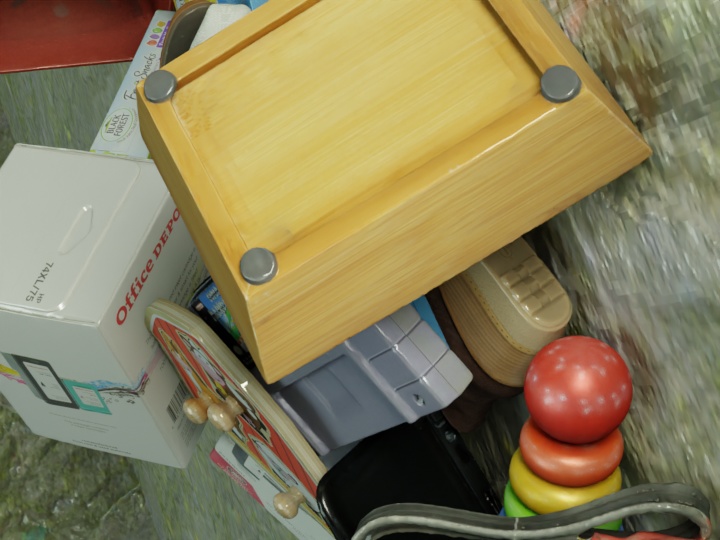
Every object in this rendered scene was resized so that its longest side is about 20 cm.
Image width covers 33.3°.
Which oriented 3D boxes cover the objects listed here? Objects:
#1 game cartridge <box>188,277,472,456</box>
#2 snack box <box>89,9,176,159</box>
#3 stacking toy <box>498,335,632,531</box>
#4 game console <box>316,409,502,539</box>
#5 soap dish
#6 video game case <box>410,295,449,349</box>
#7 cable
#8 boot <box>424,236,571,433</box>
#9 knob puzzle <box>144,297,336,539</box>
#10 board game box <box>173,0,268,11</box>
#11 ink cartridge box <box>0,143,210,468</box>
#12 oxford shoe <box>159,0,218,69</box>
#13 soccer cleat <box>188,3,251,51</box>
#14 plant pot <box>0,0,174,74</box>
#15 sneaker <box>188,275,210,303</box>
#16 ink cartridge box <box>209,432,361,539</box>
[{"bbox_3d":[-0.031,0.041,0.684,0.130,0.038,0.200,45,152,-5],"label":"game cartridge"},{"bbox_3d":[-0.173,-0.111,1.043,0.142,0.053,0.200,90,-171,-46],"label":"snack box"},{"bbox_3d":[0.108,0.123,0.644,0.085,0.085,0.200,47,146,48],"label":"stacking toy"},{"bbox_3d":[0.043,0.189,0.770,0.200,0.116,0.176,59,161,-2],"label":"game console"},{"bbox_3d":[0.004,-0.066,0.549,0.157,0.200,0.081,60,-177,27],"label":"soap dish"},{"bbox_3d":[0.000,0.000,0.742,0.143,0.018,0.200,66,169,2],"label":"video game case"},{"bbox_3d":[0.092,0.142,0.591,0.050,0.200,0.097,-70,-13,-60],"label":"cable"},{"bbox_3d":[0.038,-0.010,0.702,0.200,0.072,0.166,60,157,15],"label":"boot"},{"bbox_3d":[-0.085,0.094,0.781,0.220,0.030,0.220,44,163,18],"label":"knob puzzle"},{"bbox_3d":[-0.083,-0.151,0.934,0.200,0.040,0.153,21,128,65],"label":"board game box"},{"bbox_3d":[-0.196,0.028,0.915,0.146,0.147,0.200,9,145,19],"label":"ink cartridge box"},{"bbox_3d":[-0.123,-0.132,0.899,0.200,0.071,0.071,97,152,-55],"label":"oxford shoe"},{"bbox_3d":[-0.084,-0.107,0.840,0.200,0.070,0.087,99,173,-67],"label":"soccer cleat"},{"bbox_3d":[-0.287,-0.316,1.124,0.200,0.200,0.177,121,138,-66],"label":"plant pot"},{"bbox_3d":[-0.055,0.018,0.821,0.084,0.074,0.200,44,161,-9],"label":"sneaker"},{"bbox_3d":[-0.034,0.149,0.964,0.146,0.085,0.200,41,155,3],"label":"ink cartridge box"}]
